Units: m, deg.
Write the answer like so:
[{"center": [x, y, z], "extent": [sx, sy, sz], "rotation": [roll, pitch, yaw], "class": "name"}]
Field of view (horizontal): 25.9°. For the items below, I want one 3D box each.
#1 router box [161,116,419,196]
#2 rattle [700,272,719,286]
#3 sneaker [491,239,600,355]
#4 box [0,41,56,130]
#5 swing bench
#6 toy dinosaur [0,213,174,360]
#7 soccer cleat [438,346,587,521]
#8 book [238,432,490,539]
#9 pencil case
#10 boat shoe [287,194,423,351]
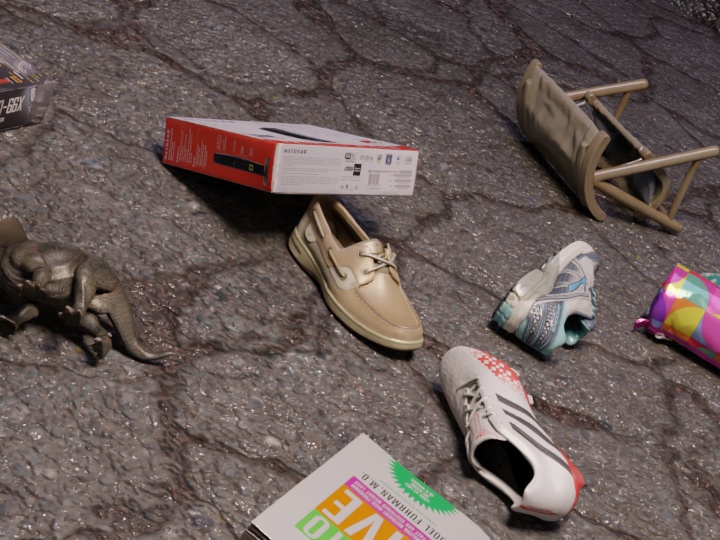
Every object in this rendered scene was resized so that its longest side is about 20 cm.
[{"center": [-0.072, -0.116, 1.594], "extent": [0.198, 0.050, 0.178], "rotation": [-2, 14, -45], "class": "router box"}, {"center": [0.491, 0.023, 1.835], "extent": [0.128, 0.144, 0.201], "rotation": [5, 35, -16], "class": "rattle"}, {"center": [0.211, 0.037, 1.642], "extent": [0.086, 0.078, 0.199], "rotation": [44, 36, 10], "class": "sneaker"}, {"center": [-0.419, -0.204, 1.510], "extent": [0.199, 0.050, 0.157], "rotation": [35, 27, 17], "class": "box"}, {"center": [0.319, -0.162, 2.037], "extent": [0.198, 0.131, 0.200], "rotation": [4, 33, -28], "class": "swing bench"}, {"center": [-0.235, 0.011, 1.250], "extent": [0.197, 0.077, 0.103], "rotation": [16, 40, -12], "class": "toy dinosaur"}, {"center": [0.116, 0.136, 1.355], "extent": [0.084, 0.069, 0.201], "rotation": [7, 36, -42], "class": "soccer cleat"}, {"center": [0.004, 0.206, 1.153], "extent": [0.133, 0.048, 0.200], "rotation": [37, 25, 12], "class": "book"}, {"center": [0.407, 0.074, 1.728], "extent": [0.198, 0.089, 0.088], "rotation": [28, 25, 9], "class": "pencil case"}, {"center": [0.000, 0.000, 1.500], "extent": [0.071, 0.065, 0.200], "rotation": [3, 34, -40], "class": "boat shoe"}]
